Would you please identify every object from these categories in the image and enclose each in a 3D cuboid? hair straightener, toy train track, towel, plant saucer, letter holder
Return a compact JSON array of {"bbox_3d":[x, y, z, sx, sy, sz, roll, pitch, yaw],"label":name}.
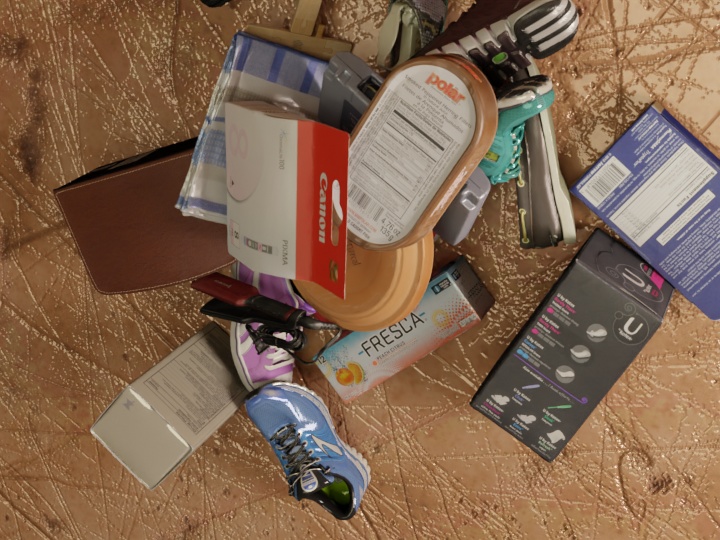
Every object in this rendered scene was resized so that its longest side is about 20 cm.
[{"bbox_3d":[-0.098,0.055,1.286,0.200,0.041,0.077,13,130,35],"label":"hair straightener"},{"bbox_3d":[-0.081,-0.211,1.278,0.115,0.033,0.200,8,124,-19],"label":"toy train track"},{"bbox_3d":[-0.097,-0.136,1.251,0.147,0.024,0.200,15,100,-26],"label":"towel"},{"bbox_3d":[-0.014,-0.035,1.196,0.200,0.032,0.200,16,114,39],"label":"plant saucer"},{"bbox_3d":[-0.218,-0.063,1.349,0.200,0.101,0.142,-13,105,24],"label":"letter holder"}]

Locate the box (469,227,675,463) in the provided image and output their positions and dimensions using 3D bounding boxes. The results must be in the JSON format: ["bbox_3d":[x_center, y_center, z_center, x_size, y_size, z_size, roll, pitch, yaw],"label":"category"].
[{"bbox_3d":[0.218,0.075,1.216,0.106,0.122,0.200,35,117,7],"label":"box"}]

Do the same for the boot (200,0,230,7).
[{"bbox_3d":[-0.125,-0.383,1.211,0.158,0.079,0.211,-8,106,23],"label":"boot"}]

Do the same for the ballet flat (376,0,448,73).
[{"bbox_3d":[0.044,-0.195,1.216,0.072,0.072,0.200,10,110,18],"label":"ballet flat"}]

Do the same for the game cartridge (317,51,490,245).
[{"bbox_3d":[0.039,-0.116,1.179,0.200,0.041,0.133,44,158,9],"label":"game cartridge"}]

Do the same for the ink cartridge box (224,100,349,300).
[{"bbox_3d":[-0.076,-0.071,1.153,0.057,0.200,0.163,-5,108,-22],"label":"ink cartridge box"}]

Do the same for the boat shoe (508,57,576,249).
[{"bbox_3d":[0.168,-0.116,1.193,0.061,0.072,0.201,-12,106,13],"label":"boat shoe"}]

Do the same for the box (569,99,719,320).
[{"bbox_3d":[0.321,-0.056,1.180,0.200,0.032,0.121,44,118,3],"label":"box"}]

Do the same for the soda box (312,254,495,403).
[{"bbox_3d":[0.046,0.066,1.312,0.200,0.064,0.068,-34,94,26],"label":"soda box"}]

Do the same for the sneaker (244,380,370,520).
[{"bbox_3d":[-0.058,0.208,1.360,0.079,0.089,0.200,-34,112,20],"label":"sneaker"}]

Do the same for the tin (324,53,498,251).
[{"bbox_3d":[0.044,-0.105,1.092,0.112,0.042,0.200,39,115,11],"label":"tin"}]

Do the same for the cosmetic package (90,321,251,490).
[{"bbox_3d":[-0.202,0.150,1.359,0.103,0.200,0.087,45,117,3],"label":"cosmetic package"}]

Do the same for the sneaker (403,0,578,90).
[{"bbox_3d":[0.114,-0.231,1.160,0.200,0.116,0.076,-23,135,22],"label":"sneaker"}]

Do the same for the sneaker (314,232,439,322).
[{"bbox_3d":[0.000,0.000,1.276,0.078,0.116,0.200,43,117,2],"label":"sneaker"}]

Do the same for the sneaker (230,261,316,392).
[{"bbox_3d":[-0.089,0.063,1.335,0.114,0.073,0.201,12,116,45],"label":"sneaker"}]

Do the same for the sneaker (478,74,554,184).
[{"bbox_3d":[0.132,-0.126,1.143,0.080,0.077,0.200,59,152,4],"label":"sneaker"}]
